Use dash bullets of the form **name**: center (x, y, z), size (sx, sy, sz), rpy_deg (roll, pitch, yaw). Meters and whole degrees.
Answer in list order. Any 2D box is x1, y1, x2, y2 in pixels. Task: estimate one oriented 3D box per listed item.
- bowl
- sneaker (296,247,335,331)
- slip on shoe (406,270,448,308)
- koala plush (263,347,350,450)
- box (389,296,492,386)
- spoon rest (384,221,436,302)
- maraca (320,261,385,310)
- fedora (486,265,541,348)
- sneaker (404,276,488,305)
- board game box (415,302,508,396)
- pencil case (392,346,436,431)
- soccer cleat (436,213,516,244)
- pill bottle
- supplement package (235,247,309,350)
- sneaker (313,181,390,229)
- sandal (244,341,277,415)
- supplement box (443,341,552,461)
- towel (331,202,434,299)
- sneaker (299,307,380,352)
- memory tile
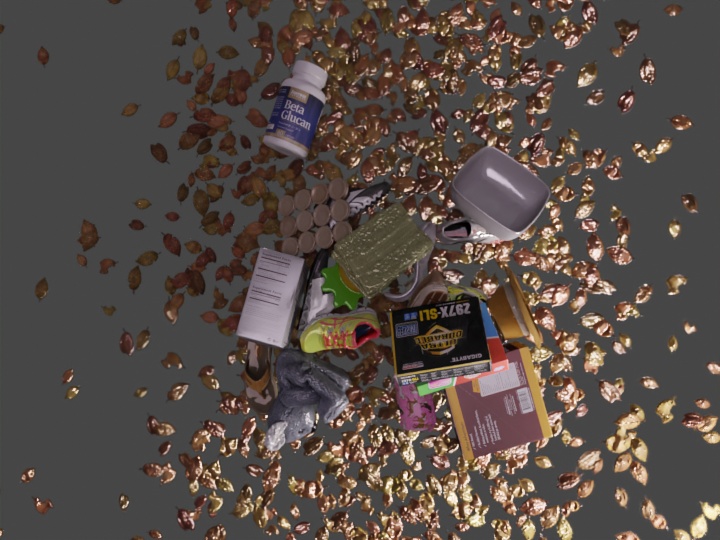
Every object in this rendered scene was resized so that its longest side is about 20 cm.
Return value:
- **bowl**: center (0.306, -0.164, 1.413), size (0.199, 0.075, 0.200), rpy_deg (37, 56, 12)
- **sneaker**: center (-0.086, 0.049, 1.473), size (0.086, 0.074, 0.205), rpy_deg (12, 93, -8)
- **slip on shoe**: center (0.136, 0.080, 1.415), size (0.074, 0.202, 0.062), rpy_deg (7, 49, -14)
- **koala plush**: center (-0.144, 0.298, 1.415), size (0.182, 0.178, 0.202), rpy_deg (32, 101, -3)
- **box**: center (0.164, 0.146, 1.320), size (0.195, 0.050, 0.162), rpy_deg (-10, 49, 9)
- **spoon rest**: center (0.126, -0.017, 1.439), size (0.060, 0.099, 0.203), rpy_deg (24, 82, 28)
- **maraca**: center (0.000, 0.000, 1.436), size (0.199, 0.107, 0.138), rpy_deg (-39, 82, -15)
- **fedora**: center (0.329, 0.089, 1.384), size (0.080, 0.200, 0.204), rpy_deg (-24, 87, 14)
- **sneaker**: center (0.199, 0.056, 1.446), size (0.195, 0.076, 0.077), rpy_deg (6, 90, 6)
- **board game box**: center (0.198, 0.167, 1.352), size (0.196, 0.041, 0.155), rpy_deg (-17, 50, 2)
- **pencil case**: center (0.124, 0.263, 1.442), size (0.081, 0.086, 0.205), rpy_deg (-4, 88, -28)
- **soccer cleat**: center (0.271, -0.094, 1.442), size (0.195, 0.085, 0.070), rpy_deg (-5, 87, 4)
- **pill bottle**: center (-0.145, -0.373, 1.465), size (0.109, 0.111, 0.204), rpy_deg (19, 89, 4)
- **supplement package**: center (-0.197, 0.068, 1.439), size (0.107, 0.114, 0.205), rpy_deg (14, 78, 4)
- **sneaker**: center (-0.026, -0.167, 1.473), size (0.197, 0.066, 0.092), rpy_deg (-31, 89, 4)
- **sandal**: center (-0.238, 0.238, 1.477), size (0.078, 0.054, 0.205), rpy_deg (-3, 87, 3)
- **supplement box**: center (0.292, 0.286, 1.404), size (0.195, 0.133, 0.202), rpy_deg (-16, 87, 3)
- **towel**: center (0.047, -0.046, 1.377), size (0.199, 0.037, 0.149), rpy_deg (-37, 75, -10)
- **sneaker**: center (-0.043, 0.143, 1.423), size (0.196, 0.090, 0.080), rpy_deg (-19, 120, -12)
- **memory tile**: center (-0.107, -0.120, 1.457), size (0.196, 0.017, 0.157), rpy_deg (-14, 78, 30)
